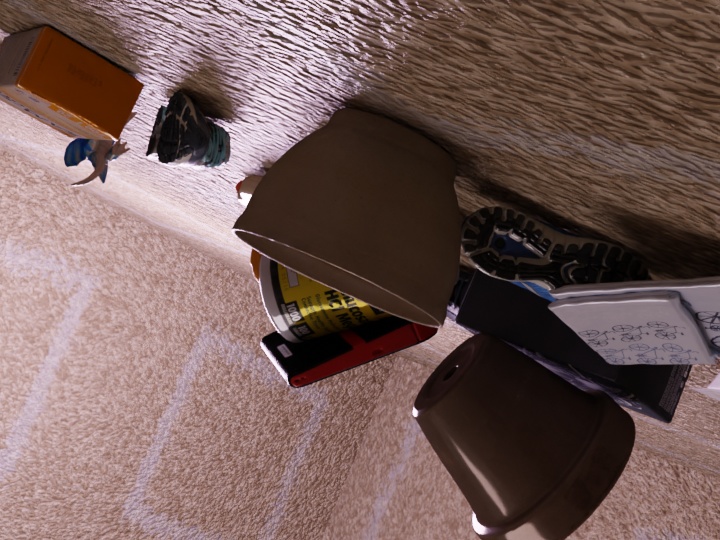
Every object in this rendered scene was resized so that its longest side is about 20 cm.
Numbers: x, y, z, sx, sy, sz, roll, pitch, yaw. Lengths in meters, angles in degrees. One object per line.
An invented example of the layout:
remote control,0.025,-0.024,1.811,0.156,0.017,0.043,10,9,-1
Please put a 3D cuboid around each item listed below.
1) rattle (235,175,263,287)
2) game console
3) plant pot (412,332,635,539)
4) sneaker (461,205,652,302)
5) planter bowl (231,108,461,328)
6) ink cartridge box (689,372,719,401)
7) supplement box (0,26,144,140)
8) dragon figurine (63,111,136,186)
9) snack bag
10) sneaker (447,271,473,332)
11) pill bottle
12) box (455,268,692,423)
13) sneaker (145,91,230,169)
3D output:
rattle,-0.127,-0.051,1.495,0.129,0.146,0.199,5,180,-37
game console,-0.015,0.073,1.256,0.031,0.174,0.200,68,170,-13
plant pot,0.149,0.163,1.141,0.174,0.201,0.200,43,171,-8
sneaker,0.181,-0.008,1.034,0.198,0.079,0.089,27,-171,-7
planter bowl,0.006,-0.053,0.967,0.197,0.137,0.200,24,173,3
ink cartridge box,0.477,0.147,1.266,0.159,0.051,0.200,24,178,0
supplement box,-0.341,-0.207,1.275,0.125,0.075,0.199,28,173,-29
dragon figurine,-0.333,-0.152,1.412,0.058,0.203,0.099,24,137,-26
snack bag,0.274,0.044,0.928,0.197,0.022,0.188,-5,158,26
sneaker,0.091,0.019,1.499,0.144,0.078,0.202,23,175,-19
pill bottle,0.000,0.000,1.204,0.197,0.114,0.112,-17,157,19
box,0.235,0.064,1.208,0.198,0.106,0.182,19,171,38
sneaker,-0.178,-0.148,1.242,0.085,0.079,0.200,13,-175,-19
